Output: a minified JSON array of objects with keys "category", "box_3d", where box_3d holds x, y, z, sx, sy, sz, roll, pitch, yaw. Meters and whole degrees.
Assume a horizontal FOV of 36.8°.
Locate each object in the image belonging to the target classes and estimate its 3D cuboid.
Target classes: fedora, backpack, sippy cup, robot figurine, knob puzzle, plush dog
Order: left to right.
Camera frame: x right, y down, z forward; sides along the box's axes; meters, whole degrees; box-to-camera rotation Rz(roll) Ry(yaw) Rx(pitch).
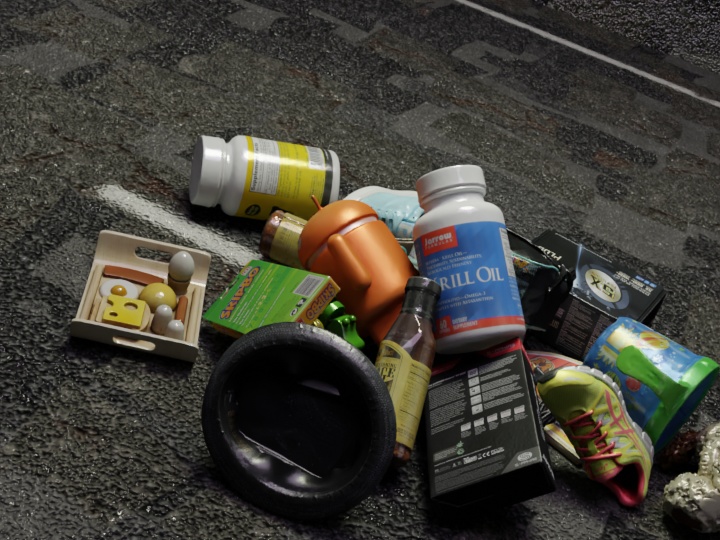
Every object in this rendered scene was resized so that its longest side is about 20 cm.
[{"category":"fedora","box_3d":[-0.057,0.149,1.088,0.198,0.204,0.092,22,-2,8]},{"category":"robot figurine","box_3d":[0.000,0.001,1.302,0.143,0.117,0.201,-20,71,-47]},{"category":"backpack","box_3d":[0.155,0.009,1.395,0.199,0.155,0.175,35,10,19]},{"category":"knob puzzle","box_3d":[0.266,0.152,1.364,0.216,0.031,0.221,14,28,-8]},{"category":"sippy cup","box_3d":[0.342,0.130,1.312,0.130,0.179,0.139,39,55,24]},{"category":"plush dog","box_3d":[0.445,0.224,1.246,0.197,0.163,0.172,16,5,-2]}]

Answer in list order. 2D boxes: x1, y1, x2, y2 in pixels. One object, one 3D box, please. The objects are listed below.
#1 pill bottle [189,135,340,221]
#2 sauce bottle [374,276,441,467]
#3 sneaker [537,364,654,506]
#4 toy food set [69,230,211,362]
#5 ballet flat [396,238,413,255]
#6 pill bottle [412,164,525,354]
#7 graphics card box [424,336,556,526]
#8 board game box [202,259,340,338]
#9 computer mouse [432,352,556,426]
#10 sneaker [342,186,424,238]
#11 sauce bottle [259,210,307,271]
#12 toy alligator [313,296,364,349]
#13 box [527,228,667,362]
[{"category":"pill bottle","box_3d":[-0.137,-0.128,1.532,0.197,0.116,0.115,7,30,-18]},{"category":"sauce bottle","box_3d":[0.045,0.107,1.166,0.065,0.066,0.203,16,68,-3]},{"category":"sneaker","box_3d":[0.266,0.185,1.196,0.200,0.078,0.091,44,36,-23]},{"category":"toy food set","box_3d":[-0.250,0.024,1.259,0.141,0.061,0.201,13,29,-10]},{"category":"ballet flat","box_3d":[0.068,-0.016,1.518,0.197,0.069,0.075,14,6,-4]},{"category":"pill bottle","box_3d":[0.120,-0.013,1.254,0.111,0.112,0.204,-3,76,-33]},{"category":"graphics card box","box_3d":[0.133,0.168,1.158,0.124,0.051,0.201,-21,31,13]},{"category":"board game box","box_3d":[-0.105,0.037,1.209,0.030,0.096,0.199,49,-18,-28]},{"category":"computer mouse","box_3d":[0.154,0.126,1.297,0.139,0.047,0.199,-27,51,-34]},{"category":"sneaker","box_3d":[0.049,-0.076,1.590,0.198,0.075,0.082,-10,36,-39]},{"category":"sauce bottle","box_3d":[-0.035,-0.015,1.430,0.197,0.067,0.066,24,29,8]},{"category":"toy alligator","box_3d":[-0.031,0.059,1.227,0.199,0.055,0.059,37,30,27]},{"category":"box","box_3d":[0.307,0.041,1.520,0.198,0.087,0.163,30,31,21]}]
